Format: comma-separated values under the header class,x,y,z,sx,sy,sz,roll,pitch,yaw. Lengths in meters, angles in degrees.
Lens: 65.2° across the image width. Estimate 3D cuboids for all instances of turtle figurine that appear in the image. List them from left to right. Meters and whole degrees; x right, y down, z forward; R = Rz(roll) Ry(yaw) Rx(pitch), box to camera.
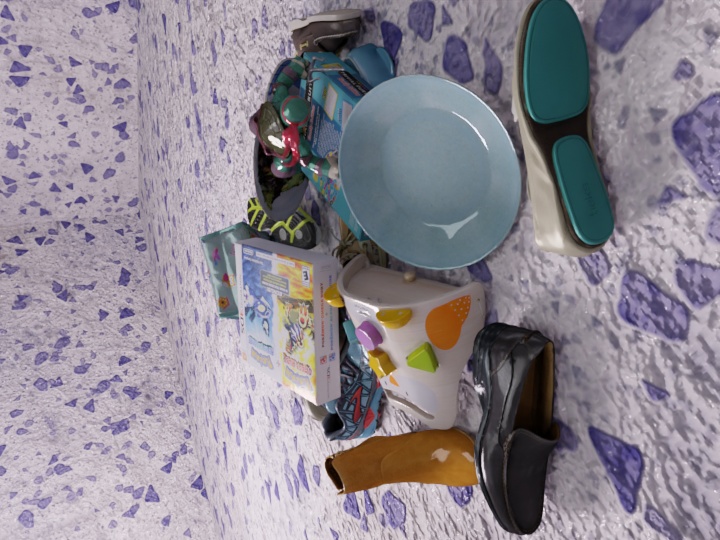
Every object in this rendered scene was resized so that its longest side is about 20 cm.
class,x,y,z,sx,sy,sz,roll,pitch,yaw
turtle figurine,-0.079,-0.176,0.673,0.199,0.099,0.153,-4,98,67

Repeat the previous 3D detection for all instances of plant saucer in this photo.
class,x,y,z,sx,sy,sz,roll,pitch,yaw
plant saucer,0.071,-0.099,0.576,0.198,0.039,0.205,17,126,24

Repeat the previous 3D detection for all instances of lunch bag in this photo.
class,x,y,z,sx,sy,sz,roll,pitch,yaw
lunch bag,-0.213,0.008,1.126,0.200,0.120,0.174,20,-127,-73

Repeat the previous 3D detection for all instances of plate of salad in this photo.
class,x,y,z,sx,sy,sz,roll,pitch,yaw
plate of salad,-0.104,-0.174,0.851,0.047,0.200,0.204,11,114,17

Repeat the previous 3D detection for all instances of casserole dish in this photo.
class,x,y,z,sx,sy,sz,roll,pitch,yaw
casserole dish,-0.008,-0.207,0.765,0.123,0.038,0.201,65,150,29

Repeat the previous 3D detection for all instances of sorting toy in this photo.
class,x,y,z,sx,sy,sz,roll,pitch,yaw
sorting toy,0.050,0.095,0.665,0.198,0.106,0.183,15,127,50

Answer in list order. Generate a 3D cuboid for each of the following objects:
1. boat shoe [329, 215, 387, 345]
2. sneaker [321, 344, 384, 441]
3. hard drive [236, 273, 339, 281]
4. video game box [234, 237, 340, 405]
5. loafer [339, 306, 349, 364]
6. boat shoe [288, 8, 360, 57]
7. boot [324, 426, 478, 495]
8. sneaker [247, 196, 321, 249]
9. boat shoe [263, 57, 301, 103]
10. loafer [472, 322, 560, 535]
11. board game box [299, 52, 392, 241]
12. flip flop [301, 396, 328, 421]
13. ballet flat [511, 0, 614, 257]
class,x,y,z,sx,sy,sz,roll,pitch,yaw
boat shoe,0.000,0.000,0.782,0.073,0.062,0.204,-41,61,59
sneaker,-0.016,0.174,0.828,0.079,0.094,0.204,39,130,53
hard drive,-0.117,0.019,0.942,0.199,0.129,0.027,12,110,61
video game box,-0.103,0.061,0.767,0.198,0.046,0.186,14,112,48
loafer,-0.056,0.085,0.836,0.073,0.062,0.200,-60,11,9
boat shoe,-0.049,-0.322,0.779,0.200,0.070,0.061,-146,46,-60
boot,0.045,0.239,0.677,0.200,0.141,0.072,-21,81,62
sneaker,-0.124,-0.093,0.991,0.199,0.075,0.077,30,122,44
boat shoe,-0.127,-0.251,0.942,0.073,0.071,0.204,-95,17,-65
loafer,0.151,0.153,0.527,0.072,0.072,0.205,-1,98,58
board game box,-0.018,-0.160,0.709,0.201,0.046,0.153,52,142,38
flip flop,-0.080,0.159,0.982,0.057,0.080,0.204,-23,78,44
ballet flat,0.152,-0.110,0.457,0.069,0.068,0.205,-8,90,63
